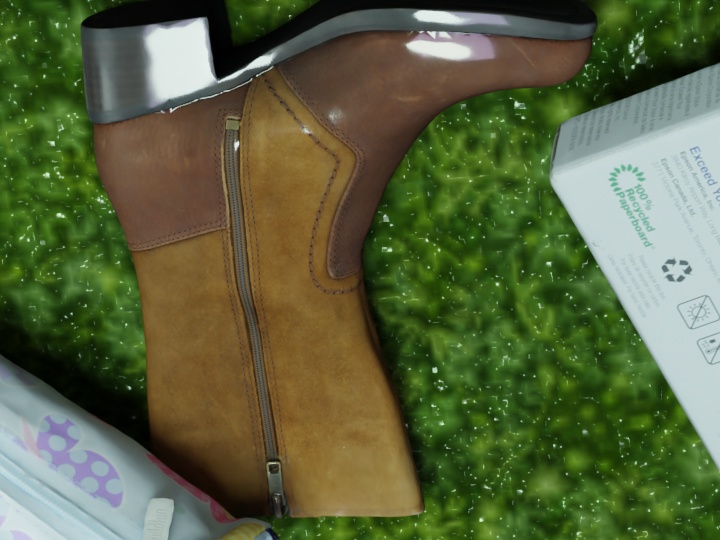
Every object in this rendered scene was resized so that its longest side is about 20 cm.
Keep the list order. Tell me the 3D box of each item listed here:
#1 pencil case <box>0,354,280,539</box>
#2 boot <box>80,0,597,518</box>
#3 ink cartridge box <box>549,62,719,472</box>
[{"bbox_3d":[-0.129,0.077,0.787,0.199,0.091,0.083,33,87,8],"label":"pencil case"},{"bbox_3d":[0.000,0.000,0.785,0.186,0.069,0.202,-7,108,6],"label":"boot"},{"bbox_3d":[0.193,0.001,0.738,0.199,0.043,0.197,-19,121,24],"label":"ink cartridge box"}]
